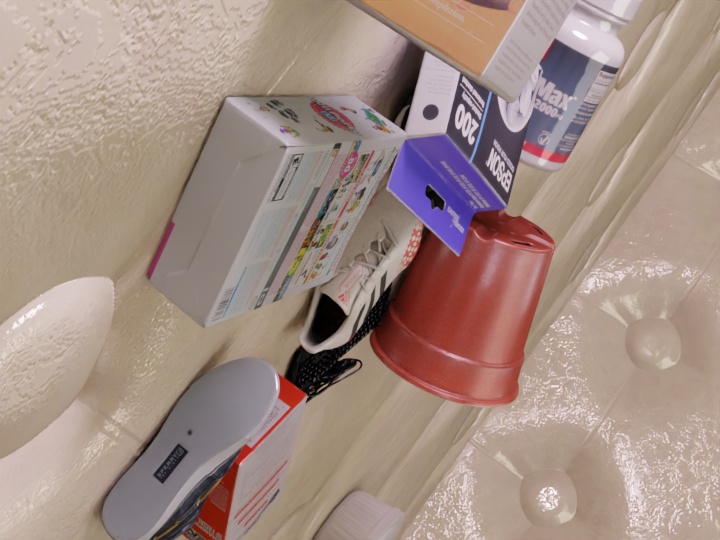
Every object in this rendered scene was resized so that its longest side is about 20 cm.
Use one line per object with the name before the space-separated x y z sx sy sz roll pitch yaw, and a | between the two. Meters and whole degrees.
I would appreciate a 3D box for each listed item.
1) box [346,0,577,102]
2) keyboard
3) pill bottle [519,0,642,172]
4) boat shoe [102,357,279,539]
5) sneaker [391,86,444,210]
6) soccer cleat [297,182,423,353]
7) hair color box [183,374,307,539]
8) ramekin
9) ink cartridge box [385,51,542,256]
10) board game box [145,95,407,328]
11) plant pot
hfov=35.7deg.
box | 0.080 -0.238 0.716 0.201 0.151 0.106 -59 163 10
keyboard | -0.018 0.092 1.284 0.200 0.039 0.105 -37 155 -46
pill bottle | 0.210 -0.220 1.193 0.119 0.119 0.202 -22 143 -62
boat shoe | -0.147 0.164 1.007 0.200 0.071 0.091 -46 164 -10
sneaker | 0.082 -0.112 1.084 0.076 0.087 0.201 -50 163 -17
soccer cleat | 0.000 0.000 1.108 0.201 0.068 0.085 -58 169 24
hair color box | -0.123 0.201 1.146 0.111 0.064 0.201 -44 159 -39
ramekin | -0.017 0.473 1.931 0.203 0.094 0.203 -50 164 -20
ink cartridge box | 0.099 -0.131 0.998 0.198 0.043 0.203 33 71 -62
board game box | -0.057 -0.052 0.843 0.149 0.064 0.199 -61 162 20
plant pot | 0.134 0.028 1.362 0.200 0.199 0.197 -23 135 -62
